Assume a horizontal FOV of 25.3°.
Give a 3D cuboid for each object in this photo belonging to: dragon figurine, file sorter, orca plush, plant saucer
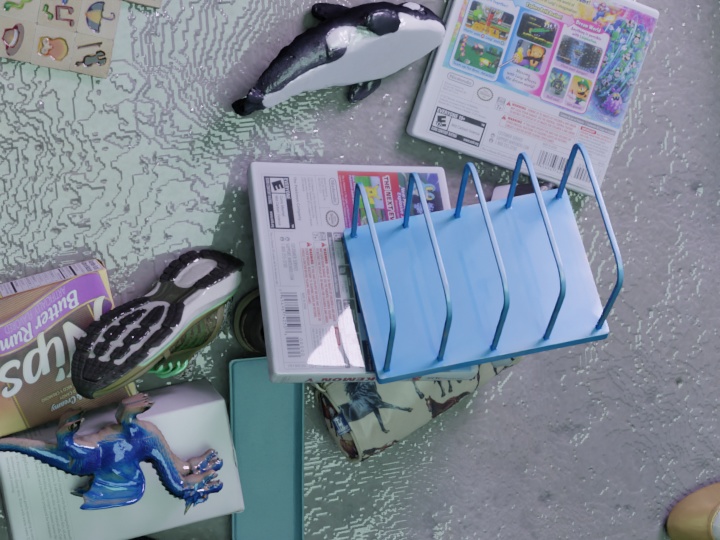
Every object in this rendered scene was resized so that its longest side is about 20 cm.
[{"bbox_3d":[-0.207,0.161,1.302,0.198,0.059,0.100,-13,99,-16],"label":"dragon figurine"},{"bbox_3d":[0.097,-0.012,1.303,0.198,0.123,0.140,-11,66,-7],"label":"file sorter"},{"bbox_3d":[-0.027,-0.194,1.391,0.199,0.071,0.105,-30,153,-6],"label":"orca plush"},{"bbox_3d":[-0.086,0.169,1.445,0.069,0.019,0.202,-5,110,-18],"label":"plant saucer"}]

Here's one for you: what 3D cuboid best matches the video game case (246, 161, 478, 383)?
[{"bbox_3d":[0.000,0.000,1.374,0.181,0.023,0.201,0,63,-18],"label":"video game case"}]

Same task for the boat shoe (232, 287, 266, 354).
[{"bbox_3d":[-0.015,0.025,1.420,0.199,0.073,0.075,-28,109,-11],"label":"boat shoe"}]

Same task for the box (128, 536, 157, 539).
[{"bbox_3d":[-0.174,0.346,1.416,0.199,0.104,0.183,22,94,-22],"label":"box"}]

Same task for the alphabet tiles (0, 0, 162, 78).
[{"bbox_3d":[-0.238,-0.266,1.321,0.166,0.008,0.202,10,98,-20],"label":"alphabet tiles"}]

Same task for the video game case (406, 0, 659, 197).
[{"bbox_3d":[0.159,-0.182,1.464,0.199,0.024,0.183,17,95,-20],"label":"video game case"}]

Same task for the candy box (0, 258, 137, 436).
[{"bbox_3d":[-0.298,0.074,1.345,0.199,0.056,0.118,-15,105,-14],"label":"candy box"}]

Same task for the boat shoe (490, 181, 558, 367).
[{"bbox_3d":[0.147,-0.001,1.411,0.068,0.200,0.074,-8,129,22],"label":"boat shoe"}]

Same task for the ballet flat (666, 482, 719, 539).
[{"bbox_3d":[0.407,0.243,1.613,0.198,0.063,0.069,-9,103,-16],"label":"ballet flat"}]

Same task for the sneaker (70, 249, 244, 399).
[{"bbox_3d":[-0.161,0.064,1.347,0.200,0.076,0.089,-40,133,-43],"label":"sneaker"}]

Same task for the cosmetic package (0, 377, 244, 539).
[{"bbox_3d":[-0.210,0.171,1.378,0.198,0.085,0.109,-11,103,-17],"label":"cosmetic package"}]

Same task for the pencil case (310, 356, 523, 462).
[{"bbox_3d":[0.054,0.090,1.455,0.199,0.078,0.090,-31,122,-10],"label":"pencil case"}]
